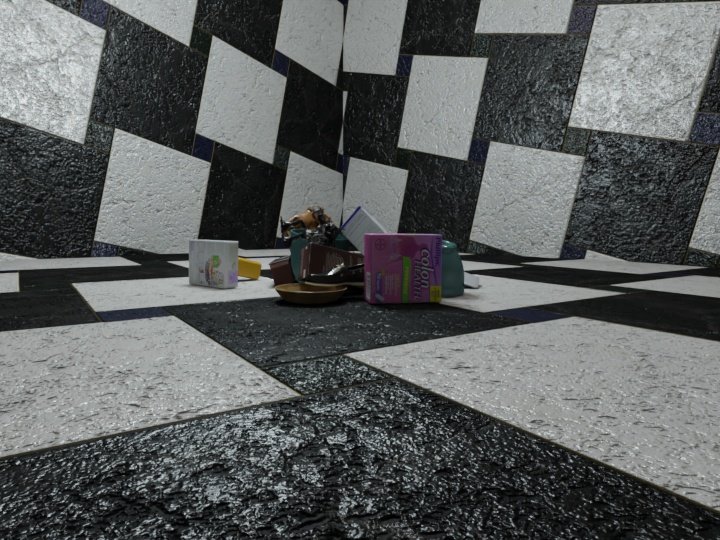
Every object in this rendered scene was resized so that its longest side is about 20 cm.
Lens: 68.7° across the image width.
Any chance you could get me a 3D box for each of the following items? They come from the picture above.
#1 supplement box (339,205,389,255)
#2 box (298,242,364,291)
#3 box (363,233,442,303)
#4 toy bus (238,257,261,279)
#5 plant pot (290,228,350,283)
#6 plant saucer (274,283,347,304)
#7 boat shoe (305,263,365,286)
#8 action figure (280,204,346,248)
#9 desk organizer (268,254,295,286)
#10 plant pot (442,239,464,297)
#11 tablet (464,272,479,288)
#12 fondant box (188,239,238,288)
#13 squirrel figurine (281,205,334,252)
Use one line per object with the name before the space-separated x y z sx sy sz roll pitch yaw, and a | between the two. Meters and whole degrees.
supplement box | 0.045 -0.089 1.637 0.200 0.104 0.101 46 9 22
box | -0.078 -0.006 1.539 0.196 0.103 0.074 14 -16 -31
box | 0.112 -0.008 1.408 0.195 0.181 0.097 0 5 -11
toy bus | -0.452 -0.017 1.854 0.197 0.067 0.077 15 -5 -44
plant pot | -0.138 -0.037 1.705 0.195 0.165 0.201 8 10 -1
plant saucer | -0.133 0.062 1.414 0.194 0.036 0.200 1 6 0
boat shoe | -0.060 0.012 1.447 0.197 0.065 0.073 -3 9 -27
action figure | -0.135 -0.118 1.544 0.195 0.122 0.102 -4 -23 -10
desk organizer | -0.259 -0.002 1.783 0.070 0.079 0.200 -15 6 -2
plant pot | 0.219 -0.018 1.561 0.195 0.138 0.201 6 15 -1
tablet | 0.301 0.006 1.761 0.196 0.014 0.130 21 18 10
fondant box | -0.480 -0.024 1.713 0.197 0.148 0.058 5 5 39
squirrel figurine | -0.160 -0.115 1.851 0.199 0.188 0.142 -39 -2 -18
